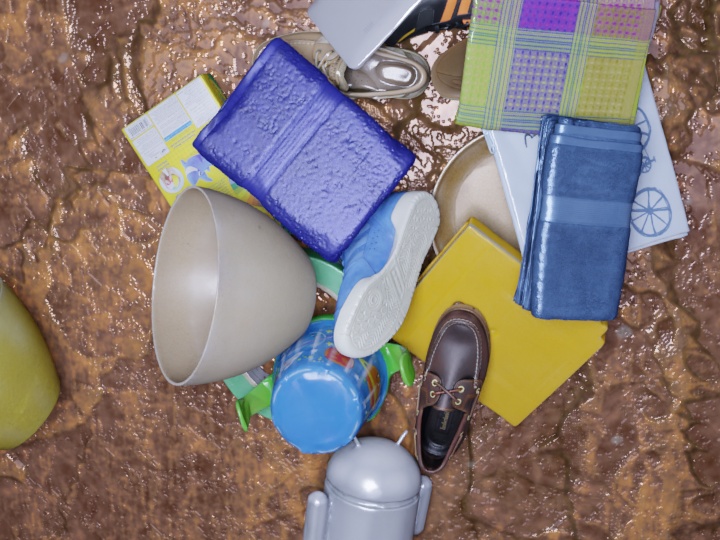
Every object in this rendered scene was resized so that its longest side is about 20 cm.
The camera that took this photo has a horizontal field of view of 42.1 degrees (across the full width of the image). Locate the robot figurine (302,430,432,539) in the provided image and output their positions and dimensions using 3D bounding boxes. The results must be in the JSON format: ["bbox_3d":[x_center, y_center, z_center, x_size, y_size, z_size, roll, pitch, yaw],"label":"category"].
[{"bbox_3d":[0.010,0.281,1.089,0.168,0.113,0.202,-2,106,-35],"label":"robot figurine"}]

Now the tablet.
[{"bbox_3d":[0.034,-0.312,0.967,0.200,0.131,0.014,-45,139,13],"label":"tablet"}]

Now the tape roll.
[{"bbox_3d":[-0.074,0.076,1.089,0.198,0.048,0.203,1,102,6],"label":"tape roll"}]

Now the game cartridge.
[{"bbox_3d":[0.149,0.061,1.039,0.199,0.033,0.177,35,122,-7],"label":"game cartridge"}]

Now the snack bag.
[{"bbox_3d":[0.237,-0.097,0.984,0.198,0.021,0.191,-19,96,-10],"label":"snack bag"}]

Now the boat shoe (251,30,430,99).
[{"bbox_3d":[-0.024,-0.221,1.010,0.197,0.065,0.072,3,103,6],"label":"boat shoe"}]

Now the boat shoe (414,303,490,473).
[{"bbox_3d":[0.100,0.136,1.037,0.070,0.070,0.202,12,121,12],"label":"boat shoe"}]

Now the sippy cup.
[{"bbox_3d":[-0.039,0.129,1.005,0.139,0.130,0.178,37,104,-2],"label":"sippy cup"}]

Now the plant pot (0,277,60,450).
[{"bbox_3d":[-0.437,0.127,1.088,0.199,0.201,0.142,-34,123,13],"label":"plant pot"}]

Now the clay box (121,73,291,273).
[{"bbox_3d":[-0.165,-0.106,1.061,0.114,0.048,0.201,-30,98,12],"label":"clay box"}]

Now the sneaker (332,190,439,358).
[{"bbox_3d":[0.001,0.001,1.009,0.077,0.110,0.201,42,64,-39],"label":"sneaker"}]

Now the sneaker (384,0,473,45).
[{"bbox_3d":[0.115,-0.276,0.978,0.199,0.070,0.091,-31,95,11],"label":"sneaker"}]

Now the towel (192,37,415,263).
[{"bbox_3d":[-0.057,-0.124,0.978,0.200,0.050,0.148,40,94,3],"label":"towel"}]

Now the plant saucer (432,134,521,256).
[{"bbox_3d":[0.175,-0.059,1.036,0.198,0.035,0.203,2,102,7],"label":"plant saucer"}]

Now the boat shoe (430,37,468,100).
[{"bbox_3d":[0.172,-0.216,0.984,0.198,0.072,0.073,-20,75,1],"label":"boat shoe"}]

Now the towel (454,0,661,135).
[{"bbox_3d":[0.196,-0.203,0.928,0.197,0.023,0.145,1,116,-11],"label":"towel"}]

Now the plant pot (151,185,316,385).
[{"bbox_3d":[-0.125,0.020,0.980,0.133,0.200,0.203,6,106,-30],"label":"plant pot"}]

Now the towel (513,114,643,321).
[{"bbox_3d":[0.221,-0.051,0.943,0.110,0.049,0.203,5,96,-15],"label":"towel"}]
